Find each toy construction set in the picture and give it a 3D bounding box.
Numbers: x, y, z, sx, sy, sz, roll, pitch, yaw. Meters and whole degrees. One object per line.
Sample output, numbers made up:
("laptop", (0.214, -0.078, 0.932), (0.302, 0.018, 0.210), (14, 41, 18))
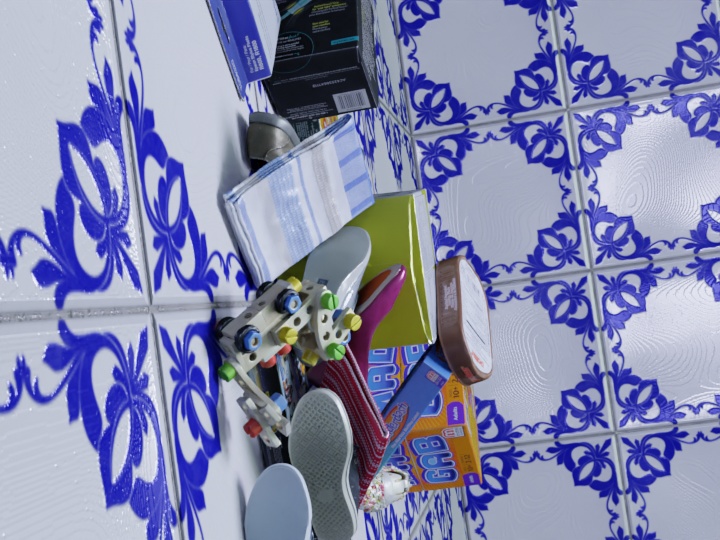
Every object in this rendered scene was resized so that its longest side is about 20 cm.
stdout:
("toy construction set", (-0.083, 0.086, 1.156), (0.200, 0.092, 0.132), (-55, 136, -40))

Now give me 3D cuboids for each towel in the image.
("towel", (-0.068, -0.082, 1.292), (0.024, 0.200, 0.148), (31, -32, 40))
("towel", (-0.018, 0.190, 1.301), (0.145, 0.022, 0.201), (63, -26, 29))

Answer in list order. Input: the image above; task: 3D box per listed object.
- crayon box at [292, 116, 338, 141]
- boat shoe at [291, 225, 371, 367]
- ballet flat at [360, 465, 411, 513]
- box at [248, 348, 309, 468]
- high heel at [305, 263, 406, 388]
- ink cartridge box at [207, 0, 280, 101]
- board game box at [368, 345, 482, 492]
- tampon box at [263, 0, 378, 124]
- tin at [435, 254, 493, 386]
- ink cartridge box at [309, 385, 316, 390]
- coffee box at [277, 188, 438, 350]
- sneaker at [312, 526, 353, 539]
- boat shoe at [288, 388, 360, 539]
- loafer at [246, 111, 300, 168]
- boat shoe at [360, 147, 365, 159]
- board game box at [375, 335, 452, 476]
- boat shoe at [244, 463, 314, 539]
("crayon box", (-0.067, -0.223, 1.740), (0.200, 0.050, 0.128), (-36, 117, -80))
("boat shoe", (-0.039, 0.032, 1.331), (0.072, 0.070, 0.201), (85, 23, -47))
("ballet flat", (0.037, 0.318, 1.609), (0.200, 0.063, 0.076), (20, 66, -79))
("box", (-0.093, 0.146, 1.290), (0.137, 0.040, 0.202), (-58, 138, -77))
("high heel", (0.016, 0.087, 1.374), (0.096, 0.200, 0.068), (35, 17, -15))
("ink cartridge box", (-0.150, -0.353, 1.382), (0.201, 0.043, 0.197), (-90, 168, -47))
("board game box", (0.085, 0.231, 1.796), (0.200, 0.198, 0.201), (70, 14, -49))
("tampon box", (-0.060, -0.337, 1.570), (0.127, 0.149, 0.201), (68, 17, -53))
("tin", (0.144, 0.066, 1.498), (0.112, 0.042, 0.201), (46, 32, -38))
("ink cartridge box", (-0.031, 0.249, 1.560), (0.200, 0.043, 0.200), (-25, 108, -80))
("coffee box", (0.000, 0.000, 1.489), (0.198, 0.198, 0.202), (-37, 120, -79))
("sneaker", (-0.037, 0.317, 1.396), (0.091, 0.066, 0.201), (60, 21, -60))
("boat shoe", (-0.038, 0.217, 1.233), (0.062, 0.074, 0.201), (-79, 162, -63))
("loafer", (-0.104, -0.135, 1.425), (0.200, 0.075, 0.070), (47, 58, -59))
("boat shoe", (-0.067, -0.114, 1.346), (0.199, 0.073, 0.063), (-20, 139, -44))
("board game box", (0.068, 0.184, 1.519), (0.201, 0.045, 0.152), (-57, 176, 23))
("boat shoe", (-0.080, 0.305, 1.165), (0.091, 0.070, 0.202), (13, 76, -81))
